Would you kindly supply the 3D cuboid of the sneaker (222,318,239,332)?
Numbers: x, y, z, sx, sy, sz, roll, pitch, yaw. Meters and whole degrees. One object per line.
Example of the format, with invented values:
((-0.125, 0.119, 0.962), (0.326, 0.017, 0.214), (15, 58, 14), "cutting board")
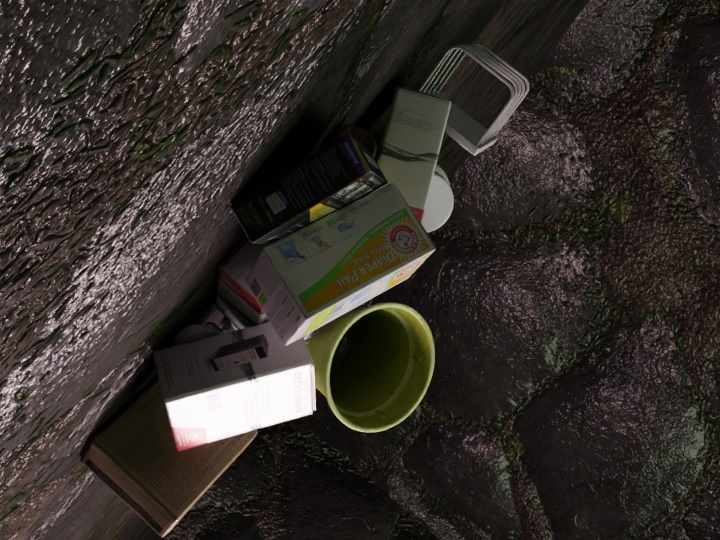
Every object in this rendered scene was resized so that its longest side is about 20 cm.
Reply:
((-0.141, 0.071, 1.836), (0.200, 0.078, 0.091), (-9, 161, -37), "sneaker")

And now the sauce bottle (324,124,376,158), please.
((-0.040, -0.113, 1.517), (0.066, 0.066, 0.200), (-46, 172, -37), "sauce bottle")

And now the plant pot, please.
((-0.017, 0.127, 1.754), (0.200, 0.200, 0.184), (-49, -147, -14), "plant pot")

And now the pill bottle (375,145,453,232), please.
((0.077, -0.132, 1.782), (0.114, 0.114, 0.200), (-50, -160, 7), "pill bottle")

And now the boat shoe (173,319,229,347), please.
((-0.213, 0.107, 1.610), (0.075, 0.086, 0.202), (-52, 146, 4), "boat shoe")

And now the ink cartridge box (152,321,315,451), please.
((-0.168, 0.153, 1.527), (0.199, 0.083, 0.147), (-14, 146, -11), "ink cartridge box")

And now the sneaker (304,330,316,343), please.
((-0.133, 0.099, 1.698), (0.074, 0.085, 0.200), (-7, 140, -46), "sneaker")

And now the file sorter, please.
((0.182, -0.286, 1.825), (0.125, 0.139, 0.200), (-54, 175, 19), "file sorter")

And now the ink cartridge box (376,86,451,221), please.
((0.062, -0.145, 1.600), (0.146, 0.085, 0.201), (153, -50, -88), "ink cartridge box")

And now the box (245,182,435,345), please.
((-0.025, -0.009, 1.391), (0.200, 0.102, 0.113), (-28, 170, -26), "box")

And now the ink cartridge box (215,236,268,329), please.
((-0.120, 0.000, 1.538), (0.144, 0.084, 0.200), (-49, 174, -19), "ink cartridge box")

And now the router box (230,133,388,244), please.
((-0.055, -0.091, 1.330), (0.157, 0.052, 0.200), (-31, 177, 6), "router box")

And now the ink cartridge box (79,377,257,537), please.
((-0.272, 0.251, 1.616), (0.200, 0.165, 0.075), (-45, 176, -43), "ink cartridge box")
